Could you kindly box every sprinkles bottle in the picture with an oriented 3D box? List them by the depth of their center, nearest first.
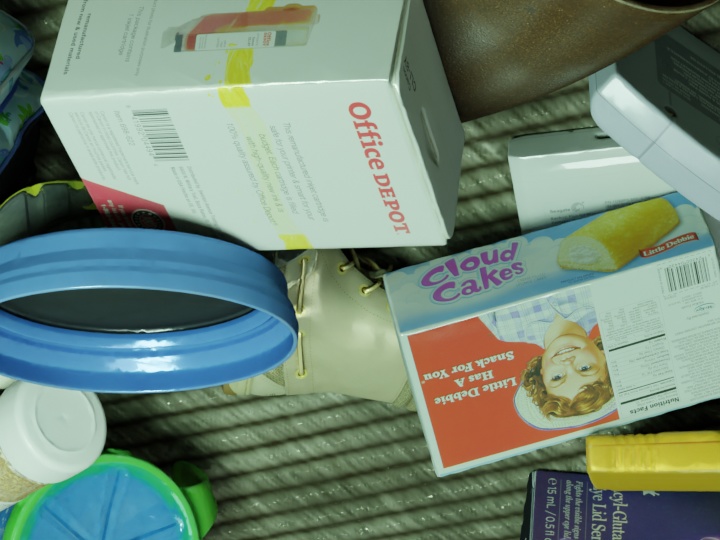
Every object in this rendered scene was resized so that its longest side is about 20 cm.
[{"bbox_3d":[-0.242,0.123,1.796,0.068,0.068,0.200,38,139,-21],"label":"sprinkles bottle"}]

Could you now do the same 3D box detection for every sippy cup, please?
[{"bbox_3d":[-0.192,0.181,1.884,0.177,0.130,0.141,16,86,-28],"label":"sippy cup"}]

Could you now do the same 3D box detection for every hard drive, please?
[{"bbox_3d":[0.172,-0.002,1.784,0.131,0.026,0.201,-6,127,10],"label":"hard drive"}]

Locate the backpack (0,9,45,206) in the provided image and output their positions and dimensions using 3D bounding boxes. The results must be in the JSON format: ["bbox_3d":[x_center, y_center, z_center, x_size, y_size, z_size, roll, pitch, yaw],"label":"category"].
[{"bbox_3d":[-0.294,-0.096,1.668,0.199,0.183,0.148,20,121,2],"label":"backpack"}]

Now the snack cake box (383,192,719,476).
[{"bbox_3d":[0.125,0.039,1.736,0.199,0.067,0.116,-15,126,1],"label":"snack cake box"}]

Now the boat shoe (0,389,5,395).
[{"bbox_3d":[-0.239,0.035,1.826,0.074,0.074,0.201,14,127,-5],"label":"boat shoe"}]

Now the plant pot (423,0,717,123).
[{"bbox_3d":[0.084,-0.171,1.587,0.186,0.188,0.200,30,139,-16],"label":"plant pot"}]

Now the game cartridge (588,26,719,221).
[{"bbox_3d":[0.214,-0.076,1.656,0.199,0.134,0.041,32,117,-17],"label":"game cartridge"}]

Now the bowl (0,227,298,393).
[{"bbox_3d":[-0.134,0.024,1.627,0.199,0.040,0.201,0,161,0],"label":"bowl"}]

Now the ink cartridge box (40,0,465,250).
[{"bbox_3d":[-0.053,-0.084,1.554,0.199,0.084,0.145,-1,143,17],"label":"ink cartridge box"}]

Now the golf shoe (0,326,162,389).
[{"bbox_3d":[-0.158,0.020,1.750,0.200,0.097,0.078,-38,139,8],"label":"golf shoe"}]

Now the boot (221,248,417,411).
[{"bbox_3d":[0.000,0.000,1.777,0.154,0.073,0.201,8,119,-7],"label":"boot"}]

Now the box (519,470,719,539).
[{"bbox_3d":[0.204,0.224,1.878,0.198,0.148,0.105,4,127,2],"label":"box"}]

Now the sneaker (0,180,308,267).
[{"bbox_3d":[-0.123,-0.031,1.691,0.199,0.085,0.075,-2,89,-11],"label":"sneaker"}]

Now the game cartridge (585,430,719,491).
[{"bbox_3d":[0.244,0.120,1.799,0.198,0.033,0.176,0,172,6],"label":"game cartridge"}]
